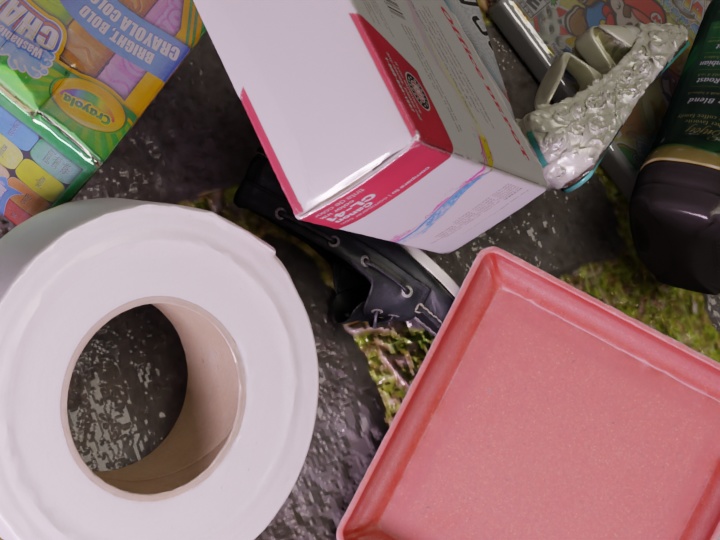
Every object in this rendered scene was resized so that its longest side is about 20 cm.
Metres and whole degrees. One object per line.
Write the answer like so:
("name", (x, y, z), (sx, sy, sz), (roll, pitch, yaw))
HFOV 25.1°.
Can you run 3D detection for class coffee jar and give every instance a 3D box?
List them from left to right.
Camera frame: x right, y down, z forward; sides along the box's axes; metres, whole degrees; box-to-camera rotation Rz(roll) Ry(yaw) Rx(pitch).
("coffee jar", (0.249, -0.087, 1.104), (0.085, 0.105, 0.201), (12, 58, 24))

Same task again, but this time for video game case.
("video game case", (0.208, -0.157, 1.178), (0.182, 0.023, 0.201), (-42, 96, -33))

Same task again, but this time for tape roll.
("tape roll", (-0.121, 0.062, 0.855), (0.201, 0.071, 0.205), (-3, 96, -32))

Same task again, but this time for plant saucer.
("plant saucer", (0.116, 0.118, 0.955), (0.198, 0.037, 0.201), (27, 89, 10))

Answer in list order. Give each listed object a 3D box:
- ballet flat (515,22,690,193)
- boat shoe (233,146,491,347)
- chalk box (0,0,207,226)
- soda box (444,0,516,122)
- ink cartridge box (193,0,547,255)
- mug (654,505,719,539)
("ballet flat", (0.161, -0.127, 1.071), (0.072, 0.072, 0.200), (49, 44, -7))
("boat shoe", (0.001, 0.000, 0.984), (0.066, 0.074, 0.199), (-49, 115, -10))
("chalk box", (-0.178, -0.110, 0.887), (0.124, 0.124, 0.201), (39, 60, -12))
("soda box", (0.045, -0.131, 1.054), (0.068, 0.063, 0.202), (-12, 81, -31))
("ink cartridge box", (0.011, -0.097, 0.907), (0.149, 0.085, 0.200), (63, 19, 17))
("mug", (0.218, 0.235, 0.995), (0.199, 0.148, 0.176), (-31, 85, -9))
